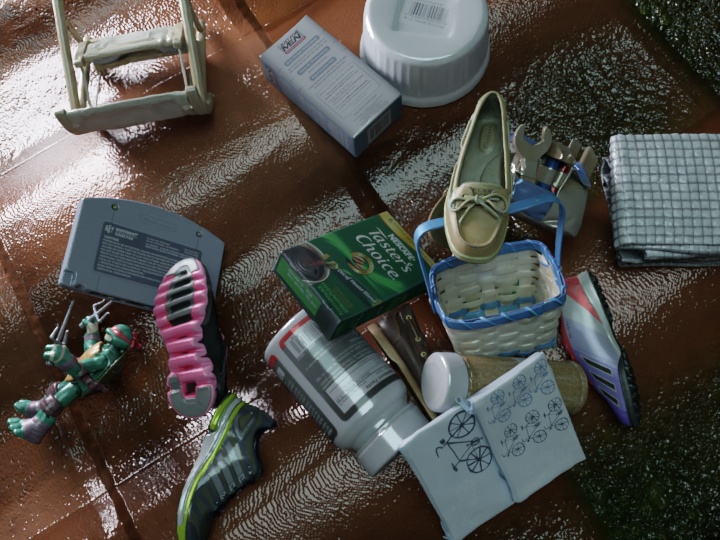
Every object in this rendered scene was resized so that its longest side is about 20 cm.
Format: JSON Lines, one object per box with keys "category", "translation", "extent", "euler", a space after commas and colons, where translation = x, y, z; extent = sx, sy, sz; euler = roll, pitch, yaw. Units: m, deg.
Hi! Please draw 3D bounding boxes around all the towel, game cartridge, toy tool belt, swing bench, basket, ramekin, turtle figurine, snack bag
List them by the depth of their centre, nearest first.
{"category": "snack bag", "translation": [0.155, 0.211, 0.820], "extent": [0.199, 0.189, 0.021], "euler": [-30, 30, -6]}
{"category": "basket", "translation": [0.159, 0.011, 0.860], "extent": [0.175, 0.201, 0.140], "euler": [-11, 40, 0]}
{"category": "toy tool belt", "translation": [0.216, -0.131, 0.901], "extent": [0.199, 0.125, 0.124], "euler": [21, 93, -30]}
{"category": "turtle figurine", "translation": [-0.358, 0.119, 0.905], "extent": [0.101, 0.150, 0.200], "euler": [40, 86, -3]}
{"category": "game cartridge", "translation": [-0.280, -0.018, 0.933], "extent": [0.199, 0.041, 0.134], "euler": [19, 72, -32]}
{"category": "towel", "translation": [0.422, -0.089, 0.940], "extent": [0.198, 0.086, 0.167], "euler": [-1, 73, 2]}
{"category": "swing bench", "translation": [-0.329, -0.298, 1.040], "extent": [0.197, 0.130, 0.202], "euler": [-8, 76, 1]}
{"category": "ramekin", "translation": [0.095, -0.351, 1.041], "extent": [0.198, 0.098, 0.202], "euler": [-1, 72, 4]}

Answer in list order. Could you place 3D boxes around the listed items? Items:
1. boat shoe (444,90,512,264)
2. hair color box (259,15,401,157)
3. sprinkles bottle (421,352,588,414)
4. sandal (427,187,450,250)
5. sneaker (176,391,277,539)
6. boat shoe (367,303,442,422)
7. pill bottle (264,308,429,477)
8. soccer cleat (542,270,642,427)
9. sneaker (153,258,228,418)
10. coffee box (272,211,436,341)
{"category": "boat shoe", "translation": [0.134, -0.103, 0.781], "extent": [0.073, 0.063, 0.202], "euler": [9, 62, 12]}
{"category": "hair color box", "translation": [-0.043, -0.272, 1.044], "extent": [0.099, 0.061, 0.200], "euler": [-44, 75, -11]}
{"category": "sprinkles bottle", "translation": [0.173, 0.136, 0.847], "extent": [0.198, 0.068, 0.069], "euler": [6, 69, -23]}
{"category": "sandal", "translation": [0.146, -0.088, 0.973], "extent": [0.078, 0.070, 0.212], "euler": [51, 59, -9]}
{"category": "sneaker", "translation": [-0.165, 0.255, 0.872], "extent": [0.080, 0.074, 0.202], "euler": [16, 75, 6]}
{"category": "boat shoe", "translation": [0.087, 0.132, 0.893], "extent": [0.070, 0.070, 0.201], "euler": [-31, 72, -5]}
{"category": "pill bottle", "translation": [-0.016, 0.145, 0.874], "extent": [0.114, 0.114, 0.200], "euler": [-40, 74, -9]}
{"category": "soccer cleat", "translation": [0.296, 0.104, 0.900], "extent": [0.073, 0.068, 0.202], "euler": [-22, 74, 21]}
{"category": "sneaker", "translation": [-0.207, 0.086, 0.916], "extent": [0.078, 0.095, 0.202], "euler": [-8, 81, 18]}
{"category": "coffee box", "translation": [0.000, 0.000, 0.902], "extent": [0.199, 0.044, 0.123], "euler": [-22, 63, -42]}
